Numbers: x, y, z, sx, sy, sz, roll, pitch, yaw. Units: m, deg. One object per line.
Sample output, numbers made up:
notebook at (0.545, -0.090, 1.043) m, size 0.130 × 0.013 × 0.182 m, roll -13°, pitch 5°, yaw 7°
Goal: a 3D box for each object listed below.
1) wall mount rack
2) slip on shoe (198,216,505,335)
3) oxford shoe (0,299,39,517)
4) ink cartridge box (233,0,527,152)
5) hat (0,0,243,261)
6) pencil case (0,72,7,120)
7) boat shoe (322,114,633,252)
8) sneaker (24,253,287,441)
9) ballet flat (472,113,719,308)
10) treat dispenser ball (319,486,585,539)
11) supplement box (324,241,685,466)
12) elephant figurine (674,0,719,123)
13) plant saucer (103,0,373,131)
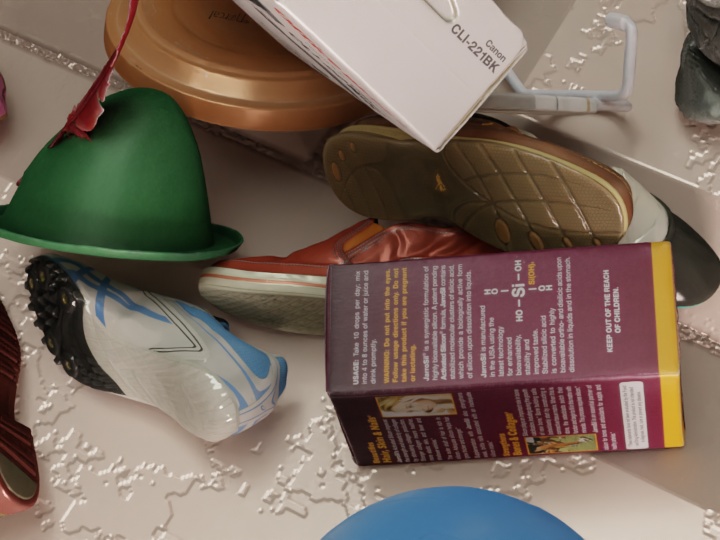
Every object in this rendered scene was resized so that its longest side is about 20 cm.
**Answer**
wall mount rack at (0.071, -0.136, 1.260) m, size 0.173 × 0.199 × 0.075 m, roll 9°, pitch 98°, yaw 52°
slip on shoe at (0.000, 0.000, 1.238) m, size 0.198 × 0.074 × 0.062 m, roll -4°, pitch 68°, yaw 2°
oxford shoe at (-0.255, 0.072, 1.254) m, size 0.074 × 0.070 × 0.201 m, roll -28°, pitch 50°, yaw 16°
ink cartridge box at (-0.017, -0.166, 1.139) m, size 0.084 × 0.144 × 0.200 m, roll -50°, pitch 35°, yaw -1°
hat at (-0.141, -0.105, 1.224) m, size 0.199 × 0.165 × 0.177 m, roll 16°, pitch 104°, yaw 47°
pencil case at (-0.337, -0.099, 1.357) m, size 0.199 × 0.083 × 0.087 m, roll -29°, pitch 43°, yaw -5°
boat shoe at (0.075, -0.061, 1.192) m, size 0.199 × 0.072 × 0.068 m, roll 13°, pitch 38°, yaw 32°
sneaker at (-0.130, 0.043, 1.253) m, size 0.199 × 0.072 × 0.072 m, roll 28°, pitch 35°, yaw 30°
ballet flat at (0.129, -0.040, 1.239) m, size 0.199 × 0.069 × 0.068 m, roll 26°, pitch 67°, yaw 23°
treat dispenser ball at (0.048, 0.212, 1.037) m, size 0.199 × 0.201 × 0.202 m, roll -5°, pitch 60°, yaw 8°
supplement box at (0.085, 0.050, 1.171) m, size 0.198 × 0.111 × 0.086 m, roll -4°, pitch 62°, yaw 9°
elephant figurine at (0.251, -0.151, 1.258) m, size 0.199 × 0.155 × 0.142 m, roll 28°, pitch 103°, yaw 35°
plant saucer at (-0.066, -0.156, 1.309) m, size 0.199 × 0.032 × 0.201 m, roll 5°, pitch 35°, yaw -4°
